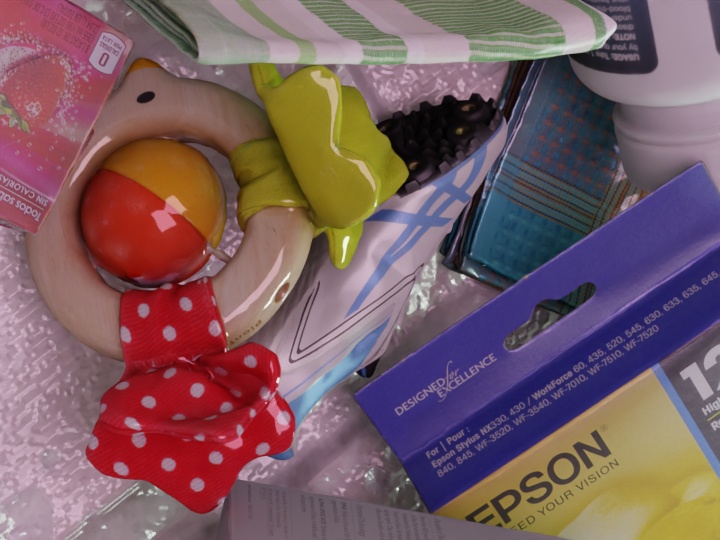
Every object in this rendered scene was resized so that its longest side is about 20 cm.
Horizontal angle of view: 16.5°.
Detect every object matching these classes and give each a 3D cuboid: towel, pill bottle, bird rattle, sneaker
[{"bbox_3d":[0.148,-0.037,1.238,0.199,0.022,0.147,22,86,-25],"label":"towel"},{"bbox_3d":[0.146,-0.142,1.143,0.119,0.119,0.201,-25,117,-21],"label":"pill bottle"},{"bbox_3d":[-0.006,-0.122,1.088,0.199,0.153,0.024,-3,114,-26],"label":"towel"},{"bbox_3d":[-0.072,-0.006,1.083,0.201,0.163,0.113,-59,156,0],"label":"bird rattle"},{"bbox_3d":[0.000,0.000,1.150,0.200,0.072,0.073,-49,129,-12],"label":"sneaker"}]

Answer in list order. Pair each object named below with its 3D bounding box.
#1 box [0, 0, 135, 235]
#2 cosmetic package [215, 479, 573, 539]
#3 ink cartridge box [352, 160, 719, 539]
[{"bbox_3d":[-0.208,-0.102,1.020,0.199,0.100,0.096,30,83,-25],"label":"box"},{"bbox_3d":[0.028,0.170,1.085,0.199,0.081,0.113,12,105,-7],"label":"cosmetic package"},{"bbox_3d":[0.128,0.080,1.175,0.197,0.047,0.200,-34,126,2],"label":"ink cartridge box"}]
